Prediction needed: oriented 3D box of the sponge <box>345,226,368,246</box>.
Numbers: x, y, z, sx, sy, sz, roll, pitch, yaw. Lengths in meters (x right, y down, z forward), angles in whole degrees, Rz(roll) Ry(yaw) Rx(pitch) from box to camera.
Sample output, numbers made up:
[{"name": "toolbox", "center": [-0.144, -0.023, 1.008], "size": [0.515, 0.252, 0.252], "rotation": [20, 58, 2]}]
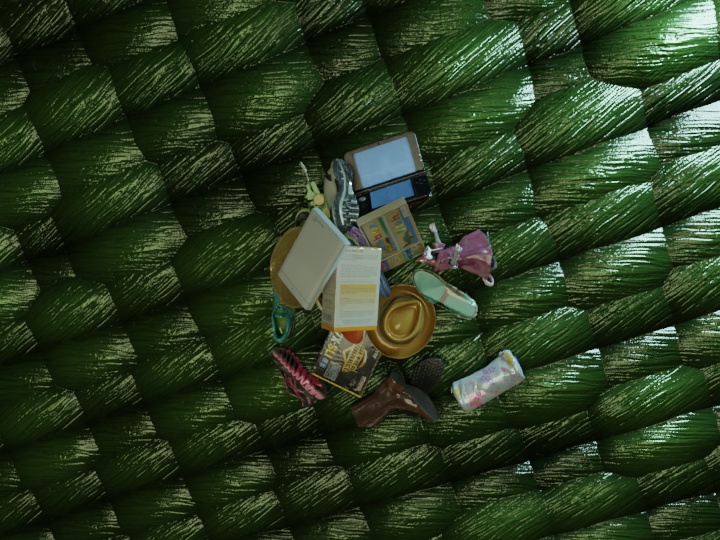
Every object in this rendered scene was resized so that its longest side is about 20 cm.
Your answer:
[{"name": "sponge", "center": [-0.041, -0.018, 1.459], "size": [0.110, 0.030, 0.202], "rotation": [29, 100, -2]}]

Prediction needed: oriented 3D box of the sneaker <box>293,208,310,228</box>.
[{"name": "sneaker", "center": [-0.155, -0.061, 1.436], "size": [0.073, 0.081, 0.204], "rotation": [0, 100, 5]}]

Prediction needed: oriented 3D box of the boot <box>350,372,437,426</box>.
[{"name": "boot", "center": [0.088, 0.392, 1.491], "size": [0.186, 0.064, 0.200], "rotation": [41, 118, -3]}]

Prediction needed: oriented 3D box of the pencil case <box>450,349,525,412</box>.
[{"name": "pencil case", "center": [0.342, 0.298, 1.455], "size": [0.199, 0.083, 0.091], "rotation": [-36, 102, 11]}]

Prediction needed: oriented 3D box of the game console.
[{"name": "game console", "center": [0.065, -0.241, 1.370], "size": [0.197, 0.173, 0.120], "rotation": [-17, 125, 8]}]

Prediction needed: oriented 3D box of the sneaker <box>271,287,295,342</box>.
[{"name": "sneaker", "center": [-0.208, 0.098, 1.470], "size": [0.076, 0.080, 0.204], "rotation": [2, 100, 5]}]

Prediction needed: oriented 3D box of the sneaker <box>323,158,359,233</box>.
[{"name": "sneaker", "center": [-0.053, -0.177, 1.363], "size": [0.073, 0.080, 0.203], "rotation": [11, 60, -28]}]

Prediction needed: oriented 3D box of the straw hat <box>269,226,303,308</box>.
[{"name": "straw hat", "center": [-0.135, -0.008, 1.372], "size": [0.199, 0.084, 0.205], "rotation": [2, 93, 39]}]

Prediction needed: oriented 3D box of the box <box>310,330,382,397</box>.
[{"name": "box", "center": [-0.027, 0.224, 1.493], "size": [0.158, 0.049, 0.202], "rotation": [26, 101, 2]}]

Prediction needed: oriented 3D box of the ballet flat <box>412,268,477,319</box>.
[{"name": "ballet flat", "center": [0.220, 0.063, 1.433], "size": [0.199, 0.064, 0.076], "rotation": [36, 100, 0]}]

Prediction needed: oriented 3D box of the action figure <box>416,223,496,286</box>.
[{"name": "action figure", "center": [0.241, -0.035, 1.400], "size": [0.196, 0.135, 0.151], "rotation": [-11, 126, -2]}]

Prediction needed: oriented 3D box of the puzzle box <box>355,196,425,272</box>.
[{"name": "puzzle box", "center": [0.081, -0.086, 1.372], "size": [0.131, 0.026, 0.201], "rotation": [-25, 139, 6]}]

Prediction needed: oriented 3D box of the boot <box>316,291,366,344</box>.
[{"name": "boot", "center": [-0.056, 0.116, 1.394], "size": [0.074, 0.107, 0.202], "rotation": [-25, 101, 21]}]

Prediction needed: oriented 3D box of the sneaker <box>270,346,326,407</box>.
[{"name": "sneaker", "center": [-0.189, 0.304, 1.515], "size": [0.200, 0.079, 0.095], "rotation": [46, 112, -3]}]

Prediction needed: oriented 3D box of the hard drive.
[{"name": "hard drive", "center": [-0.115, -0.026, 1.283], "size": [0.132, 0.026, 0.201], "rotation": [47, 119, 29]}]

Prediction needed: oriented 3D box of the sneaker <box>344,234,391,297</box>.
[{"name": "sneaker", "center": [0.000, 0.000, 1.410], "size": [0.082, 0.074, 0.200], "rotation": [-43, 88, 6]}]

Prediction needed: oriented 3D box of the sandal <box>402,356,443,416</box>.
[{"name": "sandal", "center": [0.168, 0.312, 1.497], "size": [0.074, 0.048, 0.203], "rotation": [25, 114, 2]}]

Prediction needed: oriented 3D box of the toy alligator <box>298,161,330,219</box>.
[{"name": "toy alligator", "center": [-0.120, -0.185, 1.419], "size": [0.054, 0.059, 0.201], "rotation": [-34, 96, 5]}]

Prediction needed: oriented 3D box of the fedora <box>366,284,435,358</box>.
[{"name": "fedora", "center": [0.110, 0.130, 1.418], "size": [0.197, 0.082, 0.204], "rotation": [1, 81, -5]}]

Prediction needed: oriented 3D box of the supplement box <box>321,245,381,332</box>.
[{"name": "supplement box", "center": [-0.023, 0.042, 1.315], "size": [0.124, 0.073, 0.204], "rotation": [2, 94, -31]}]
